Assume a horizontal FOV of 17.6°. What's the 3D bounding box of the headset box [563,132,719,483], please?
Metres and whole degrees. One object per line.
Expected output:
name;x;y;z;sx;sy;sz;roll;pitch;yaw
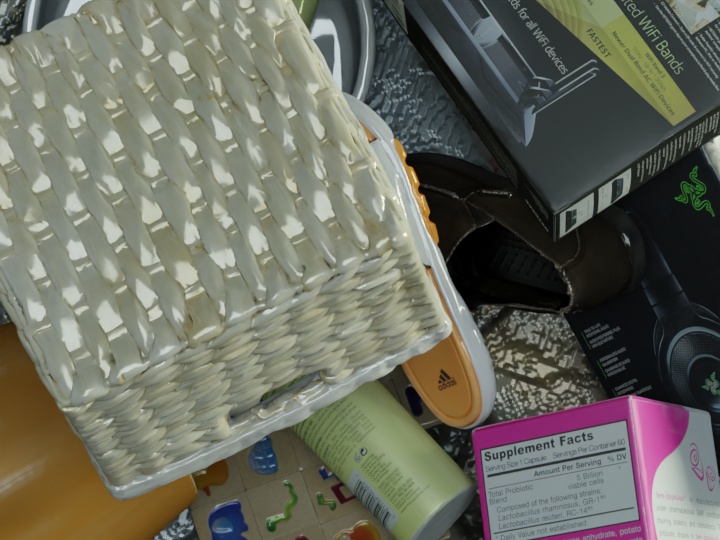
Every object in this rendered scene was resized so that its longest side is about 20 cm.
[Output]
headset box;0.207;0.017;1.287;0.093;0.174;0.201;-26;87;-34

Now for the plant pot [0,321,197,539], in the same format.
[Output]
plant pot;-0.196;0.112;1.255;0.183;0.200;0.201;-29;87;-10

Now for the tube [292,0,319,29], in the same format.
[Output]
tube;-0.058;-0.126;1.275;0.052;0.058;0.201;21;83;-6

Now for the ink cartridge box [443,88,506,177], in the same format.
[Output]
ink cartridge box;0.078;-0.151;1.317;0.084;0.146;0.200;-29;87;-5

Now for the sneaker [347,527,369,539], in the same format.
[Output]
sneaker;0.020;0.238;1.297;0.106;0.075;0.200;-47;56;1

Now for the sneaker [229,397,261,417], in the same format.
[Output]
sneaker;-0.119;-0.002;1.268;0.075;0.089;0.200;-32;82;-3

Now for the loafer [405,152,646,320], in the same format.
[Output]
loafer;0.057;-0.017;1.285;0.199;0.071;0.073;7;116;35

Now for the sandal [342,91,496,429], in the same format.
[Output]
sandal;0.005;-0.002;1.248;0.059;0.079;0.207;-27;88;-40

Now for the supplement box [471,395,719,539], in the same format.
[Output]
supplement box;0.135;0.175;1.226;0.103;0.101;0.201;-13;74;31

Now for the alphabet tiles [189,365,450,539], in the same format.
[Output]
alphabet tiles;-0.029;0.080;1.327;0.167;0.008;0.201;-19;67;-5

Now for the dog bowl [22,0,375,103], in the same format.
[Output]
dog bowl;-0.092;-0.126;1.338;0.199;0.079;0.201;0;85;-3

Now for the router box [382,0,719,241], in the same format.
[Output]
router box;0.108;-0.141;1.199;0.157;0.052;0.200;-32;75;-5

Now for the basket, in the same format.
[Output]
basket;-0.086;-0.029;1.140;0.198;0.161;0.200;-26;69;-3

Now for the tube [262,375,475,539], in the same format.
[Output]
tube;-0.020;0.066;1.288;0.058;0.052;0.200;-44;72;-4
